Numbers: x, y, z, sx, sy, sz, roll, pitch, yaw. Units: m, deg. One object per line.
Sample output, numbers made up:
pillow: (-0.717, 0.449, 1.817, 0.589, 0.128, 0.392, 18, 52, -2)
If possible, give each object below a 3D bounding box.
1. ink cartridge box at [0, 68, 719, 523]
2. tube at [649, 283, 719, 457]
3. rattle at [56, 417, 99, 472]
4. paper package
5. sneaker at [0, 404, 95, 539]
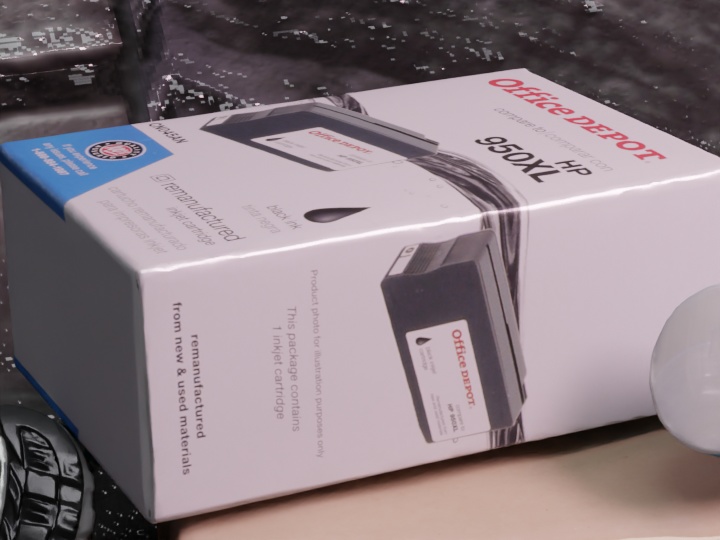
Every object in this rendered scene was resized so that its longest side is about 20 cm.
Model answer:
ink cartridge box: (0.000, 0.000, 0.791, 0.200, 0.084, 0.145, -10, 21, -23)
tube: (0.170, 0.047, 0.775, 0.200, 0.050, 0.077, 16, 1, -45)
rattle: (-0.158, 0.120, 0.836, 0.200, 0.130, 0.143, 2, 50, -40)
paper package: (0.031, 0.093, 0.809, 0.200, 0.104, 0.191, -4, 23, -6)
sneaker: (-0.134, 0.144, 0.785, 0.074, 0.079, 0.200, 23, 78, 11)
